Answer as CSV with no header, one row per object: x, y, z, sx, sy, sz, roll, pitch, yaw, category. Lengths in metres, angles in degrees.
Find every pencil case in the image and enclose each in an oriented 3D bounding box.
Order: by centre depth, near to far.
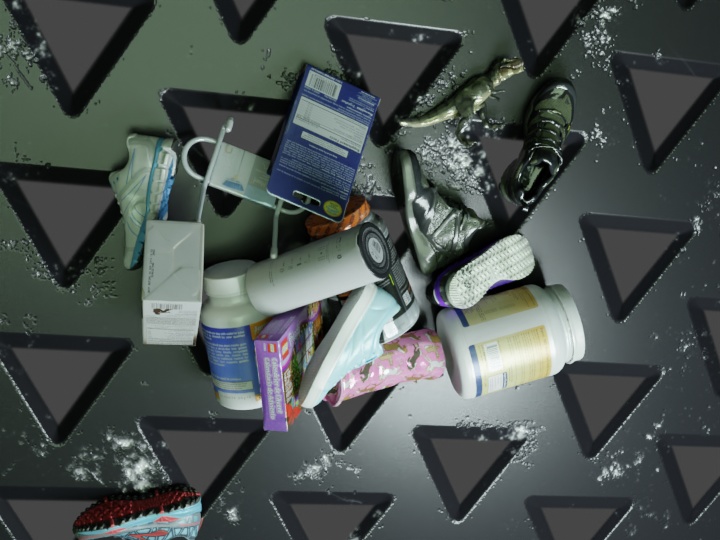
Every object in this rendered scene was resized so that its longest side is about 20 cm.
0.031,0.145,1.514,0.199,0.083,0.087,-10,104,-29,pencil case

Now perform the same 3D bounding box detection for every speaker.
-0.061,0.000,1.370,0.199,0.081,0.081,-19,114,30,speaker

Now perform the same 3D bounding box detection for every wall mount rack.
-0.159,-0.113,1.402,0.199,0.075,0.175,20,77,-17,wall mount rack

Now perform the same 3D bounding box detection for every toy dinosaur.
0.161,-0.233,1.468,0.199,0.047,0.088,-31,97,0,toy dinosaur

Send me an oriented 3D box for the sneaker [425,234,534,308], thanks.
0.176,0.001,1.532,0.199,0.099,0.070,-25,97,-35,sneaker

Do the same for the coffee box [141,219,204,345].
-0.257,0.022,1.368,0.079,0.200,0.114,3,70,-11,coffee box

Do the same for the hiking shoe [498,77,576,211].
0.277,-0.183,1.477,0.075,0.101,0.201,16,104,-17,hiking shoe

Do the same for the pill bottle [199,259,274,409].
-0.174,0.092,1.467,0.111,0.112,0.201,-11,110,-8,pill bottle

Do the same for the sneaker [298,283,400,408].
-0.011,0.115,1.394,0.082,0.074,0.201,30,95,-14,sneaker

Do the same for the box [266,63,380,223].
-0.055,-0.175,1.402,0.120,0.032,0.201,23,72,-18,box

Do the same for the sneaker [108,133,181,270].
-0.316,-0.100,1.409,0.086,0.075,0.201,17,105,4,sneaker

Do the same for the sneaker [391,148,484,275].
0.114,-0.100,1.487,0.114,0.076,0.201,-22,114,-6,sneaker

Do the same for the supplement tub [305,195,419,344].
0.000,0.000,1.468,0.122,0.123,0.201,-24,111,-3,supplement tub

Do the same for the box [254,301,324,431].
-0.098,0.125,1.450,0.039,0.200,0.138,0,110,15,box

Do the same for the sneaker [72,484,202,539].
-0.343,0.403,1.552,0.198,0.079,0.096,-7,111,-9,sneaker

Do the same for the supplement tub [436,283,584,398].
0.229,0.104,1.537,0.199,0.144,0.145,-15,110,-6,supplement tub
